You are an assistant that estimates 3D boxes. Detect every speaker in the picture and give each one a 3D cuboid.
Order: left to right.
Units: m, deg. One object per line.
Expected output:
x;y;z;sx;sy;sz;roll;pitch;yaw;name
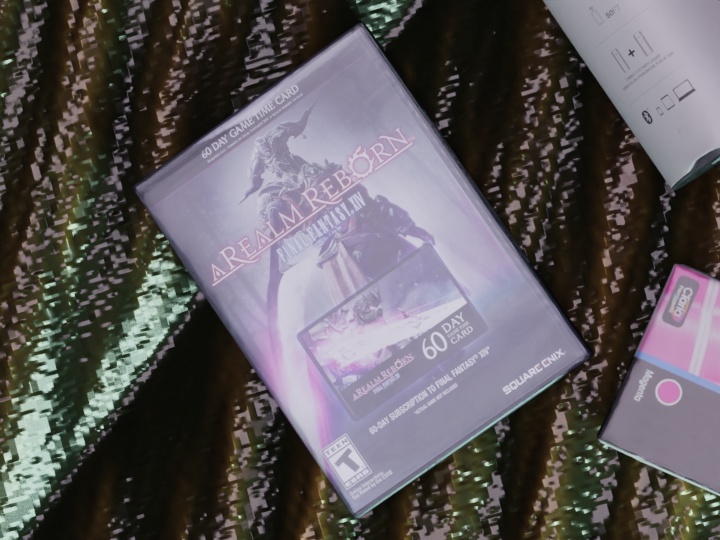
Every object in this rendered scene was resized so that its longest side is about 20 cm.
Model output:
0.124;-0.142;1.264;0.081;0.081;0.200;-35;84;8;speaker

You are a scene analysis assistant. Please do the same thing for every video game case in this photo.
0.000;0.000;1.318;0.143;0.019;0.200;-35;85;8;video game case

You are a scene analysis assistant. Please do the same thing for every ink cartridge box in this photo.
0.222;0.078;1.273;0.200;0.037;0.095;24;94;7;ink cartridge box
